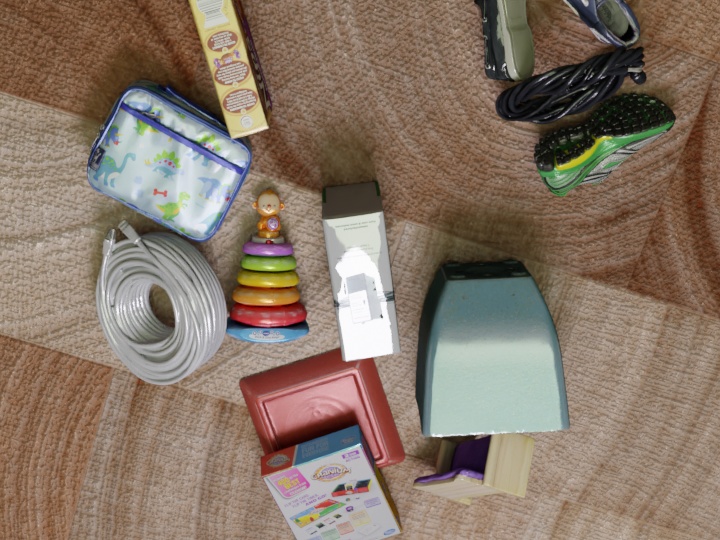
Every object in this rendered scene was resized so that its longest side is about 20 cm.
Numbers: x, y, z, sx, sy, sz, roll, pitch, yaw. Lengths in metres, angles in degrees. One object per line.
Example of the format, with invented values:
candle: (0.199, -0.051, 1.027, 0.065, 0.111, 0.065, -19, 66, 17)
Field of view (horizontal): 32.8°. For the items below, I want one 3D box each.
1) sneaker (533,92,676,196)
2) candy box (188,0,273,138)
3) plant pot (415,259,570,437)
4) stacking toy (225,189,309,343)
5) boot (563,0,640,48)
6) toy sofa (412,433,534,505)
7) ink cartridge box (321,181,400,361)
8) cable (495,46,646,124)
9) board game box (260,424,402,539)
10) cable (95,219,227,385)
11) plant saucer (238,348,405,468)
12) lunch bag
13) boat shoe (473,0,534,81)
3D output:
sneaker: (0.326, -0.168, 1.630, 0.198, 0.079, 0.086, -24, 139, 1)
candy box: (-0.165, -0.280, 1.548, 0.056, 0.117, 0.202, -16, 108, 4)
plant pot: (0.169, 0.094, 1.652, 0.193, 0.196, 0.203, -3, 101, 0)
stacking toy: (-0.125, -0.008, 1.661, 0.114, 0.110, 0.203, 2, 97, -6)
boot: (0.282, -0.367, 1.540, 0.073, 0.090, 0.200, -42, 105, 11)
toy sofa: (0.153, 0.268, 1.696, 0.096, 0.200, 0.084, 19, 71, -13)
ink cartridge box: (0.000, 0.000, 1.633, 0.082, 0.147, 0.203, -7, 110, 0)
cable: (0.267, -0.230, 1.555, 0.198, 0.163, 0.051, -16, 87, 12)
board game box: (-0.040, 0.325, 1.765, 0.151, 0.041, 0.201, -18, 127, 5)
cable: (-0.271, 0.049, 1.646, 0.199, 0.069, 0.201, 35, 121, 17)
plant saucer: (-0.054, 0.224, 1.766, 0.198, 0.037, 0.202, -17, 109, 4)
lunch bag: (-0.250, -0.148, 1.612, 0.199, 0.083, 0.162, 30, 103, -12)
boat shoe: (0.176, -0.339, 1.560, 0.066, 0.074, 0.202, -3, 99, 42)
